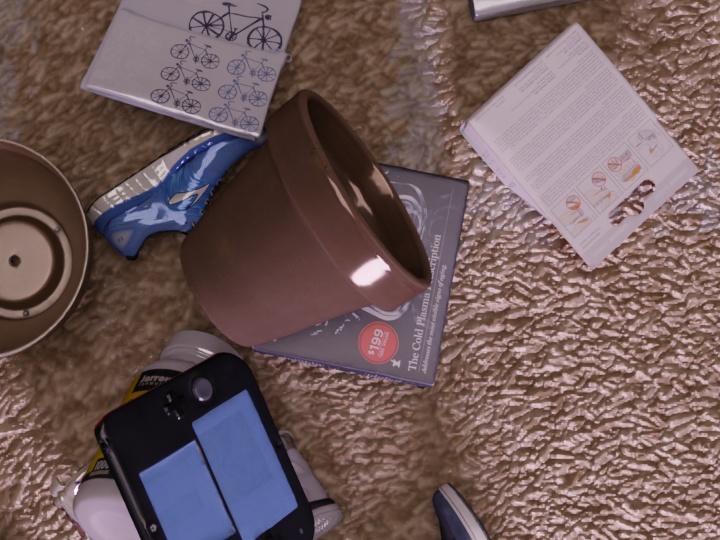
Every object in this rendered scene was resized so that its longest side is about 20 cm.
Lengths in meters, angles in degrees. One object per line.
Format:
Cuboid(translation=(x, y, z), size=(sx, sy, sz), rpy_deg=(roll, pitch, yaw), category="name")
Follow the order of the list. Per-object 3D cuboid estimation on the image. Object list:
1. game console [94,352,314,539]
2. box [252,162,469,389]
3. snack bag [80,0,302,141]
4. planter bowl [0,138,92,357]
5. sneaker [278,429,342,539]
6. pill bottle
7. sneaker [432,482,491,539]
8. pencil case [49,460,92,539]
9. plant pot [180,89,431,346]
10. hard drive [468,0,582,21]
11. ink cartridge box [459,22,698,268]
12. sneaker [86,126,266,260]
Cuboid(translation=(-0.128, 0.188, 0.987), size=(0.031, 0.176, 0.203), rpy_deg=(-21, 94, 37), category="game console")
Cuboid(translation=(0.000, 0.000, 1.116), size=(0.179, 0.104, 0.204), rpy_deg=(10, 84, 0), category="box")
Cuboid(translation=(-0.161, -0.236, 1.138), size=(0.185, 0.021, 0.203), rpy_deg=(16, 62, 1), category="snack bag")
Cuboid(translation=(-0.347, -0.014, 1.090), size=(0.196, 0.135, 0.204), rpy_deg=(0, 84, -1), category="planter bowl")
Cuboid(translation=(-0.119, 0.233, 1.080), size=(0.198, 0.075, 0.116), rpy_deg=(-20, 77, -35), category="sneaker")
Cuboid(translation=(-0.179, 0.159, 1.054), size=(0.111, 0.113, 0.202), rpy_deg=(20, 49, 0), category="pill bottle")
Cuboid(translation=(0.074, 0.326, 1.098), size=(0.144, 0.077, 0.205), rpy_deg=(-22, 86, -7), category="sneaker")
Cuboid(translation=(-0.219, 0.272, 1.087), size=(0.077, 0.089, 0.201), rpy_deg=(-36, 87, 25), category="pencil case")
Cuboid(translation=(-0.061, -0.028, 0.985), size=(0.173, 0.200, 0.202), rpy_deg=(-32, 86, 14), category="plant pot")
Cuboid(translation=(0.203, -0.349, 1.198), size=(0.196, 0.026, 0.134), rpy_deg=(-11, 85, -4), category="hard drive")
Cuboid(translation=(0.226, -0.127, 1.168), size=(0.161, 0.050, 0.201), rpy_deg=(-41, 91, -6), category="ink cartridge box")
Cuboid(translation=(-0.174, -0.082, 1.142), size=(0.198, 0.079, 0.090), rpy_deg=(-34, 101, -3), category="sneaker")
